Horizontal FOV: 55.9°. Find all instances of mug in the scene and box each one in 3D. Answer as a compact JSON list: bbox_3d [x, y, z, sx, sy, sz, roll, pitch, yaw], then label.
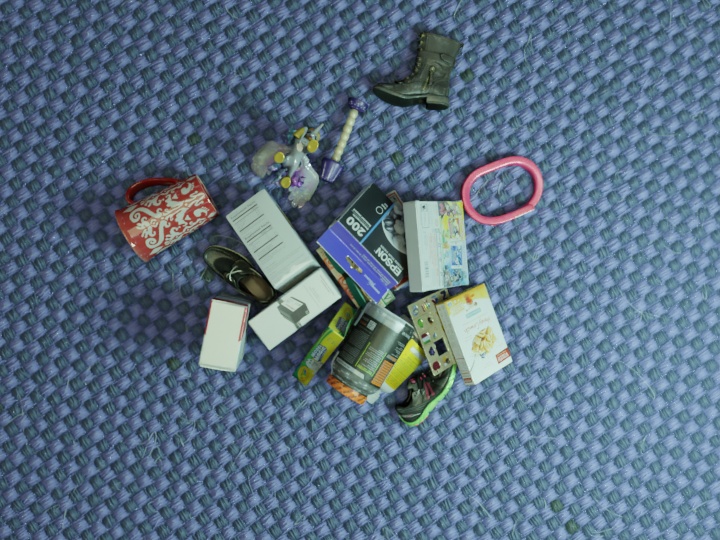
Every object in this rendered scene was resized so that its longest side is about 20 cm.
[{"bbox_3d":[-0.446,-0.145,1.548,0.199,0.133,0.178,-29,93,-4],"label":"mug"}]

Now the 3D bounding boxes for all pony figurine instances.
[{"bbox_3d":[-0.151,-0.248,1.536,0.166,0.200,0.193,37,106,-8],"label":"pony figurine"}]

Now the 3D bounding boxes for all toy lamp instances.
[{"bbox_3d":[-0.043,-0.302,1.587,0.058,0.058,0.201,23,88,-1],"label":"toy lamp"}]

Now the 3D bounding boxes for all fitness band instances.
[{"bbox_3d":[0.335,-0.188,1.606,0.199,0.037,0.144,-21,89,-1],"label":"fitness band"}]

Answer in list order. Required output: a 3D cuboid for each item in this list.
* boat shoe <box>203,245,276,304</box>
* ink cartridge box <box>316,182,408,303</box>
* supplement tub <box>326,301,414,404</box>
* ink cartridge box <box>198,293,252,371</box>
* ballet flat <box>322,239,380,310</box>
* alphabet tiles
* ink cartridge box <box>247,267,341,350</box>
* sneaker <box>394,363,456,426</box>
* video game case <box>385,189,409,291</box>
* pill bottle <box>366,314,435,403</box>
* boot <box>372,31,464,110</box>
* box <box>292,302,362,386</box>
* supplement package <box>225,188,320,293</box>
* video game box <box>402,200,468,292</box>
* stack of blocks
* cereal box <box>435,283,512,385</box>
[{"bbox_3d":[-0.282,0.008,1.583,0.200,0.068,0.072,37,92,0],"label":"boat shoe"},{"bbox_3d":[0.033,-0.064,1.518,0.198,0.043,0.200,45,61,-10],"label":"ink cartridge box"},{"bbox_3d":[0.018,0.179,1.465,0.122,0.123,0.200,33,86,-1],"label":"supplement tub"},{"bbox_3d":[-0.297,0.134,1.520,0.083,0.200,0.146,10,91,-5],"label":"ink cartridge box"},{"bbox_3d":[-0.016,-0.004,1.537,0.065,0.070,0.201,-33,94,-28],"label":"ballet flat"},{"bbox_3d":[0.204,0.127,1.562,0.199,0.008,0.168,-22,91,-39],"label":"alphabet tiles"},{"bbox_3d":[-0.145,0.084,1.546,0.200,0.145,0.084,-36,92,0],"label":"ink cartridge box"},{"bbox_3d":[0.154,0.271,1.590,0.084,0.077,0.200,37,89,-5],"label":"sneaker"},{"bbox_3d":[0.079,-0.072,1.579,0.143,0.017,0.201,-33,91,-29],"label":"video game case"},{"bbox_3d":[0.068,0.208,1.568,0.200,0.112,0.112,-45,91,0],"label":"pill bottle"},{"bbox_3d":[0.135,-0.473,1.588,0.199,0.069,0.175,8,86,-5],"label":"boot"},{"bbox_3d":[-0.071,0.157,1.522,0.048,0.117,0.200,38,121,-1],"label":"box"},{"bbox_3d":[-0.196,-0.065,1.544,0.109,0.114,0.200,-35,81,0],"label":"supplement package"},{"bbox_3d":[0.174,-0.059,1.544,0.182,0.047,0.201,-5,91,-45],"label":"video game box"},{"bbox_3d":[0.000,0.000,1.590,0.115,0.059,0.200,-35,91,0],"label":"stack of blocks"},{"bbox_3d":[0.265,0.146,1.572,0.144,0.039,0.201,-22,92,-37],"label":"cereal box"}]
